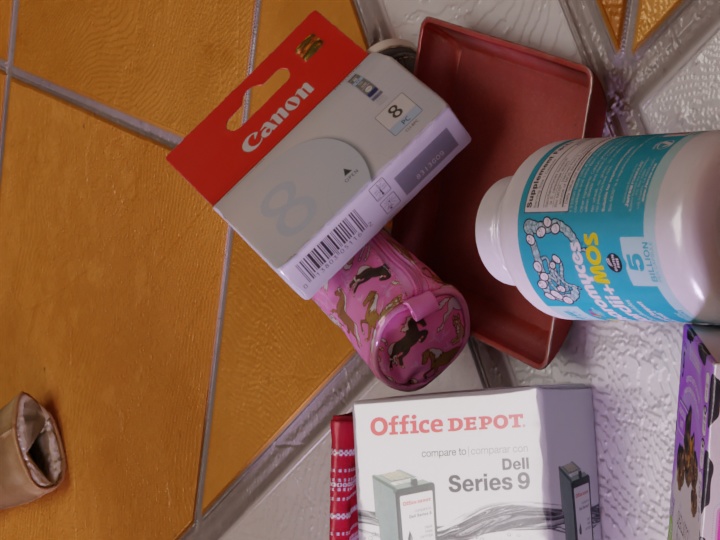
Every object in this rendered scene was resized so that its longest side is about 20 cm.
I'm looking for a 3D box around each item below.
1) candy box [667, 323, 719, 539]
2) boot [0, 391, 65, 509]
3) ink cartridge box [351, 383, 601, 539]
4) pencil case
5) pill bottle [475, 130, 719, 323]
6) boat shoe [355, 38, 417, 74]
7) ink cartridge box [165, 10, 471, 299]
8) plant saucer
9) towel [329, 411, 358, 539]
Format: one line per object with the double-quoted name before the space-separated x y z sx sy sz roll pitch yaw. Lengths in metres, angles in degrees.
"candy box" 0.212 0.140 1.263 0.168 0.071 0.201 -64 -22 -84
"boot" -0.362 0.155 2.241 0.200 0.066 0.176 -33 75 53
"ink cartridge box" 0.077 0.177 1.488 0.145 0.084 0.201 -7 84 29
"pencil case" 0.000 0.000 1.591 0.083 0.086 0.200 -47 45 6
"pill bottle" 0.159 -0.025 1.363 0.199 0.110 0.112 0 90 52
"boat shoe" -0.010 -0.083 1.682 0.200 0.067 0.057 -55 42 37
"ink cartridge box" -0.041 -0.094 1.589 0.160 0.047 0.200 -45 49 -3
"plant saucer" 0.095 -0.056 1.547 0.199 0.037 0.201 27 112 54
"towel" 0.004 0.194 1.623 0.022 0.145 0.201 1 91 15
